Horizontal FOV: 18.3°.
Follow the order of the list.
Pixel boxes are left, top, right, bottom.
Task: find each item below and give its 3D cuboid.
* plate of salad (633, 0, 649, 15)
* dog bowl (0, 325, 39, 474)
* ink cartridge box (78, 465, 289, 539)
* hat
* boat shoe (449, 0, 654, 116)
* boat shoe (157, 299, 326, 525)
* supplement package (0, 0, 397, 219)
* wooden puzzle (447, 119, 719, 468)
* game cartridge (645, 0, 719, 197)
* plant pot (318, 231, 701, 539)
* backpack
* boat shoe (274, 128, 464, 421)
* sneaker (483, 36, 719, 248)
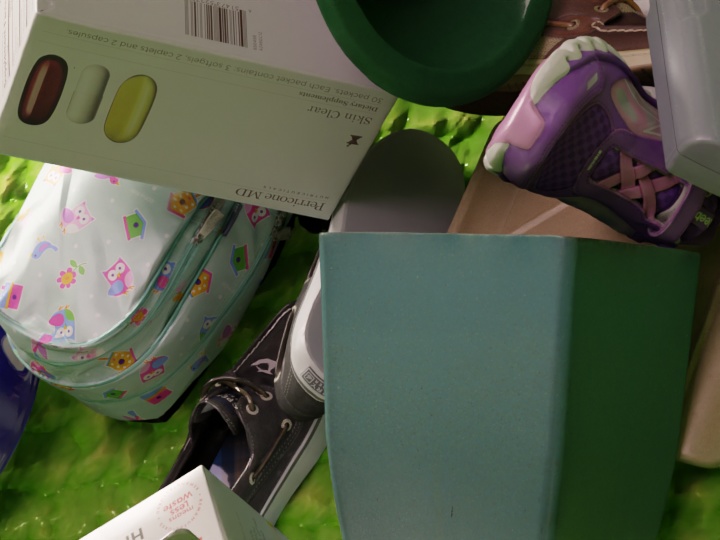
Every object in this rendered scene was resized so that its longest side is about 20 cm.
[{"bbox_3d":[0.194,-0.162,1.221,0.199,0.048,0.202,-1,89,47],"label":"plate of salad"},{"bbox_3d":[-0.289,0.072,1.366,0.199,0.079,0.202,-24,50,32],"label":"dog bowl"},{"bbox_3d":[-0.086,0.173,1.103,0.115,0.200,0.068,-31,47,10],"label":"ink cartridge box"},{"bbox_3d":[-0.011,-0.186,1.211,0.175,0.165,0.202,1,103,54],"label":"hat"},{"bbox_3d":[0.122,-0.127,1.214,0.199,0.072,0.073,-1,76,42],"label":"boat shoe"},{"bbox_3d":[-0.070,0.094,1.238,0.070,0.066,0.201,16,69,38],"label":"boat shoe"},{"bbox_3d":[-0.093,-0.136,1.217,0.111,0.198,0.157,121,153,-46],"label":"supplement package"},{"bbox_3d":[0.133,0.009,1.190,0.199,0.037,0.186,10,65,33],"label":"wooden puzzle"},{"bbox_3d":[0.238,-0.076,1.085,0.041,0.198,0.134,123,151,-53],"label":"game cartridge"},{"bbox_3d":[0.070,0.086,1.083,0.140,0.141,0.202,2,89,34],"label":"plant pot"},{"bbox_3d":[-0.129,-0.016,1.314,0.166,0.127,0.201,20,75,37],"label":"backpack"},{"bbox_3d":[0.000,0.000,1.250,0.057,0.068,0.201,-45,14,48],"label":"boat shoe"},{"bbox_3d":[0.132,-0.052,1.095,0.088,0.200,0.081,44,104,23],"label":"sneaker"}]
